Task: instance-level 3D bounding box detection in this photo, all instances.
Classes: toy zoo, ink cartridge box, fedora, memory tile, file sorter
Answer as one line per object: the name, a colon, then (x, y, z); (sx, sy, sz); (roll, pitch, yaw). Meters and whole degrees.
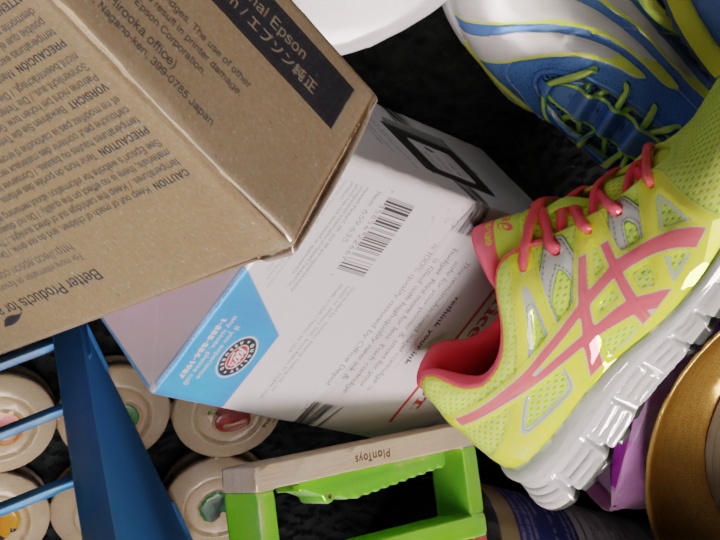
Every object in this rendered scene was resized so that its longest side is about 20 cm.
toy zoo: (0.009, 0.168, 0.751); (0.131, 0.020, 0.201); (-7, 89, -47)
ink cartridge box: (-0.120, -0.063, 0.625); (0.199, 0.075, 0.165); (-19, 123, 45)
fedora: (0.217, 0.089, 0.808); (0.199, 0.082, 0.201); (-8, 126, -12)
ink cartridge box: (0.000, 0.000, 0.763); (0.200, 0.067, 0.116); (18, 115, -51)
memory tile: (-0.115, 0.126, 0.854); (0.152, 0.017, 0.201); (-2, 120, -17)
file sorter: (-0.127, 0.142, 0.732); (0.122, 0.200, 0.139); (-22, 124, -1)

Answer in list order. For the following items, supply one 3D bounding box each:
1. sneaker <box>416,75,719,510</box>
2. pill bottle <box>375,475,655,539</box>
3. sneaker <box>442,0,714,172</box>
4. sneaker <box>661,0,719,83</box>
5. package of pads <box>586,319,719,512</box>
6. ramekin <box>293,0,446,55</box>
sneaker: (0.088, -0.004, 0.712); (0.090, 0.078, 0.200); (31, 112, -1)
pill bottle: (0.107, 0.169, 0.894); (0.199, 0.112, 0.112); (17, 113, -25)
sneaker: (0.120, -0.062, 0.764); (0.200, 0.105, 0.076); (30, 110, -30)
sneaker: (0.203, -0.064, 0.740); (0.200, 0.066, 0.078); (51, 137, -3)
package of pads: (0.199, 0.045, 0.872); (0.199, 0.076, 0.121); (-1, 120, -17)
ramekin: (-0.031, -0.169, 0.657); (0.199, 0.098, 0.201); (-8, 121, -13)
